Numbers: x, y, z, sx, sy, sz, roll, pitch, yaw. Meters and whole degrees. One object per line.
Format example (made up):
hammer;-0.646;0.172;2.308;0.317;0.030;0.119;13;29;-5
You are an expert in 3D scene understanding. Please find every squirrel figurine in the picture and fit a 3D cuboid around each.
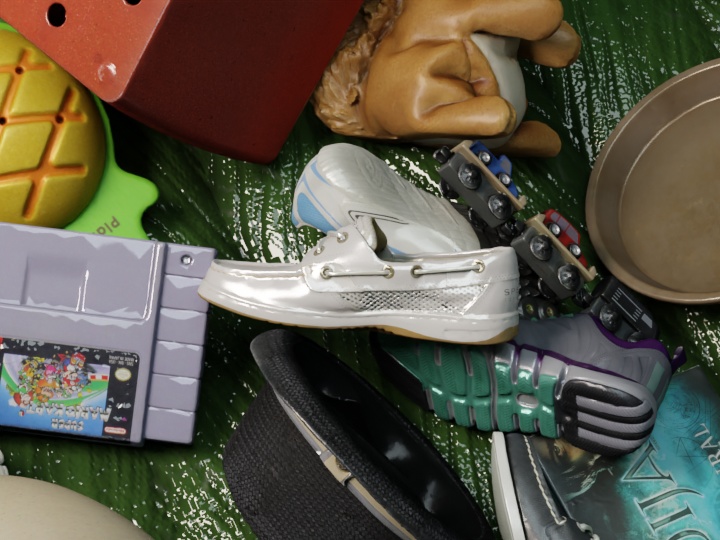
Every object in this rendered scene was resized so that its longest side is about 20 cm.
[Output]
squirrel figurine;0.052;-0.180;1.269;0.198;0.141;0.189;5;89;28

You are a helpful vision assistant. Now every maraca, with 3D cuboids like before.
maraca;-0.222;-0.072;1.220;0.137;0.107;0.200;-41;92;-10

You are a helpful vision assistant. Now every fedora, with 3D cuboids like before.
fedora;-0.012;0.132;1.110;0.092;0.200;0.201;-45;69;10

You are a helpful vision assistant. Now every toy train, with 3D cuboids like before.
toy train;0.125;-0.015;1.215;0.200;0.034;0.046;44;58;-11

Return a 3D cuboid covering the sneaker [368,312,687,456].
sneaker;0.106;0.057;1.187;0.199;0.075;0.088;18;40;25

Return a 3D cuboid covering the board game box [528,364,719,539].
board game box;0.203;0.169;1.159;0.134;0.028;0.201;-20;63;-17

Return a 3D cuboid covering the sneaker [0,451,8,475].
sneaker;-0.306;0.090;1.104;0.199;0.090;0.079;29;101;12

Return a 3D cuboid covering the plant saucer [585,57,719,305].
plant saucer;0.248;-0.059;1.249;0.199;0.029;0.201;-18;50;22

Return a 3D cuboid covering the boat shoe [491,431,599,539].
boat shoe;0.123;0.189;1.112;0.060;0.076;0.202;-13;73;0

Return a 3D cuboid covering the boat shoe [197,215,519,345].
boat shoe;0.000;0.000;1.134;0.198;0.071;0.070;5;100;4

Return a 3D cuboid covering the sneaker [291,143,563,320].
sneaker;0.045;-0.012;1.237;0.199;0.073;0.072;32;43;-2

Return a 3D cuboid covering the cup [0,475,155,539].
cup;-0.190;0.196;1.027;0.199;0.202;0.143;-19;37;-16

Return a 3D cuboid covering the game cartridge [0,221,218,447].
game cartridge;-0.195;0.038;1.165;0.198;0.038;0.131;7;82;-1

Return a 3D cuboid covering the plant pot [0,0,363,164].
plant pot;-0.128;-0.199;1.204;0.200;0.201;0.176;38;21;18
